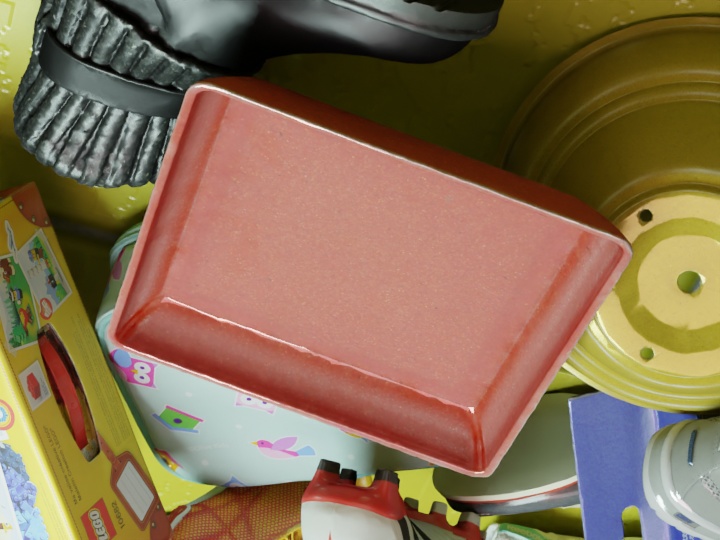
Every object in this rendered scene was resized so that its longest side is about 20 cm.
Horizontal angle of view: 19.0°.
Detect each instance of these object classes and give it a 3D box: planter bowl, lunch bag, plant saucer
[{"bbox_3d":[0.151,-0.008,0.978,0.200,0.083,0.201,4,112,10],"label":"planter bowl"},{"bbox_3d":[-0.027,0.033,1.106,0.199,0.077,0.161,-8,134,15],"label":"lunch bag"},{"bbox_3d":[0.000,0.000,0.975,0.200,0.037,0.200,21,141,-4],"label":"plant saucer"}]

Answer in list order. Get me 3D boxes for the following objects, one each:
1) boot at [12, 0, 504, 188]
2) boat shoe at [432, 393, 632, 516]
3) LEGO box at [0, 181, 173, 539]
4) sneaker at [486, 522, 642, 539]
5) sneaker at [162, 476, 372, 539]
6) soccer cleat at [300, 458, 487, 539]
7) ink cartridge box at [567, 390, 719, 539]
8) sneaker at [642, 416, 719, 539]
[{"bbox_3d":[-0.050,-0.098,0.965,0.211,0.080,0.158,17,130,5],"label":"boot"},{"bbox_3d":[0.138,0.100,1.162,0.200,0.071,0.063,-18,130,17],"label":"boat shoe"},{"bbox_3d":[-0.204,0.072,1.086,0.149,0.077,0.200,-11,107,30],"label":"LEGO box"},{"bbox_3d":[0.113,0.178,1.251,0.200,0.075,0.089,-14,121,23],"label":"sneaker"},{"bbox_3d":[-0.052,0.145,1.150,0.077,0.200,0.073,-3,114,27],"label":"sneaker"},{"bbox_3d":[0.014,0.156,1.119,0.068,0.085,0.200,9,168,21],"label":"soccer cleat"},{"bbox_3d":[0.218,0.133,1.114,0.200,0.047,0.198,-15,117,-10],"label":"ink cartridge box"},{"bbox_3d":[0.238,0.116,1.030,0.200,0.075,0.082,13,160,-19],"label":"sneaker"}]
